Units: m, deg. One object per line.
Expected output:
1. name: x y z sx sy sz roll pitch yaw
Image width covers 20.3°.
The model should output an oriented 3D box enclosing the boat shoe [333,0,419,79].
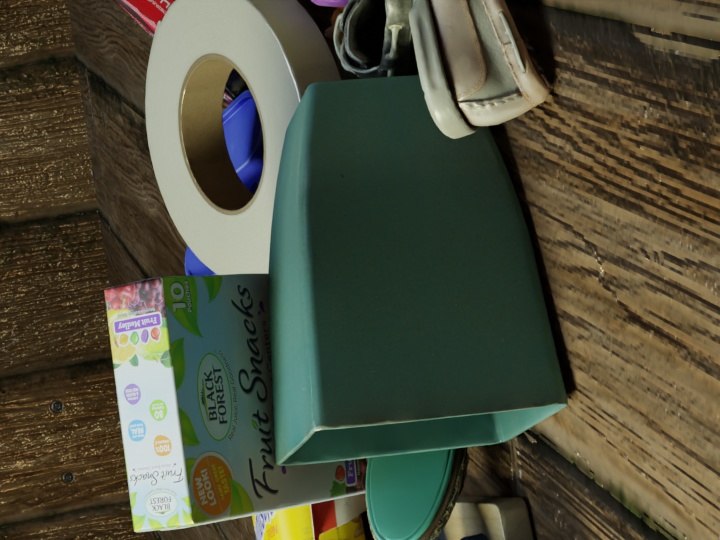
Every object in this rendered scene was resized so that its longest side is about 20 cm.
1. boat shoe: 0.018 -0.145 1.190 0.200 0.064 0.071 134 125 -75

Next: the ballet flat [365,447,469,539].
1. ballet flat: 0.040 0.087 1.262 0.075 0.068 0.200 38 -135 -59

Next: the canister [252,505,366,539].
1. canister: -0.051 0.178 1.681 0.149 0.086 0.200 120 140 -70

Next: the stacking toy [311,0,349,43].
1. stacking toy: -0.011 -0.204 1.240 0.200 0.116 0.110 75 172 -58

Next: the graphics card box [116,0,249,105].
1. graphics card box: -0.118 -0.175 1.508 0.125 0.051 0.200 40 180 16

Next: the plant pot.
1. plant pot: 0.018 -0.003 1.142 0.141 0.141 0.200 131 133 -73

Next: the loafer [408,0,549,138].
1. loafer: 0.055 -0.171 1.055 0.072 0.063 0.200 18 -119 -67

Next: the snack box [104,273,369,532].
1. snack box: -0.063 0.074 1.211 0.053 0.200 0.143 -12 84 35

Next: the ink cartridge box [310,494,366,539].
1. ink cartridge box: -0.020 0.109 1.489 0.200 0.057 0.163 -116 19 -78

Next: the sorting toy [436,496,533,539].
1. sorting toy: 0.063 0.248 1.275 0.200 0.069 0.199 152 108 -77

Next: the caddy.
1. caddy: -0.054 -0.051 1.474 0.200 0.105 0.142 148 126 -62

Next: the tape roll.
1. tape roll: -0.078 -0.093 1.329 0.203 0.037 0.203 22 118 50
